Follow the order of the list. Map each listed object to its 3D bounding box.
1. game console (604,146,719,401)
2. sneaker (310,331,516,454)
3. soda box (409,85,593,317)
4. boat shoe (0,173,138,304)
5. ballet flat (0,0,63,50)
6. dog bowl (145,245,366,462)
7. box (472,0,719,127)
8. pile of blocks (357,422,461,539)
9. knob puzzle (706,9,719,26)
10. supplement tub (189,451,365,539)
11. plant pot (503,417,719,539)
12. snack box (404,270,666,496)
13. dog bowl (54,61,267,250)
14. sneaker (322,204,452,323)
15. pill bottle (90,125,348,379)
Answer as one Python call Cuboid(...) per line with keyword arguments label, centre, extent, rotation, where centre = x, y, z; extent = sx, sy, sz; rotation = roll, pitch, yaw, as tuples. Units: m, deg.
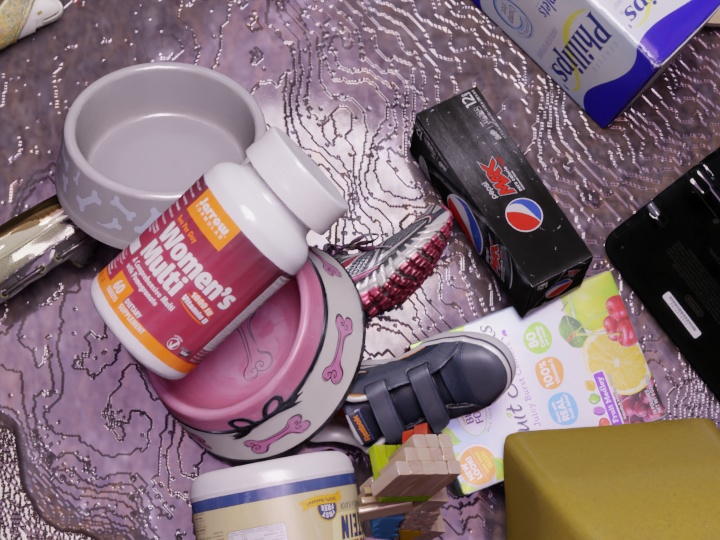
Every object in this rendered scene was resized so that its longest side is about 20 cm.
Cuboid(label="game console", centre=(0.359, -0.006, 1.357), extent=(0.176, 0.116, 0.201), rotation=(-40, 84, 20))
Cuboid(label="sneaker", centre=(0.036, 0.111, 1.231), extent=(0.199, 0.079, 0.079), rotation=(-16, 111, 31))
Cuboid(label="soda box", centre=(0.123, -0.063, 1.296), extent=(0.070, 0.063, 0.201), rotation=(-25, 67, -16))
Cuboid(label="boat shoe", centre=(-0.264, -0.032, 1.290), extent=(0.199, 0.073, 0.065), rotation=(-29, 109, -17))
Cuboid(label="ballet flat", centre=(-0.291, -0.270, 1.329), extent=(0.070, 0.071, 0.201), rotation=(26, 79, 0))
Cuboid(label="dog bowl", centre=(-0.098, 0.057, 1.231), extent=(0.198, 0.074, 0.202), rotation=(-13, 63, 26))
Cuboid(label="box", centre=(0.206, -0.254, 1.302), extent=(0.200, 0.184, 0.105), rotation=(44, 79, 4))
Cuboid(label="pile of blocks", centre=(0.032, 0.177, 1.214), extent=(0.081, 0.201, 0.063), rotation=(-9, 62, -7))
Cuboid(label="knob puzzle", centre=(0.368, -0.320, 1.405), extent=(0.217, 0.030, 0.222), rotation=(1, 80, -5))
Cuboid(label="supplement tub", centre=(-0.061, 0.262, 1.213), extent=(0.143, 0.144, 0.202), rotation=(-9, 81, -6))
Cuboid(label="plant pot", centre=(0.233, 0.249, 1.186), extent=(0.192, 0.200, 0.198), rotation=(-4, 101, -5))
Cuboid(label="snack box", centre=(0.157, 0.102, 1.304), extent=(0.198, 0.053, 0.143), rotation=(-20, 81, -7))
Cuboid(label="dog bowl", centre=(-0.169, -0.105, 1.261), extent=(0.198, 0.059, 0.201), rotation=(3, 47, -3))
Cuboid(label="sneaker", centre=(0.000, 0.000, 1.297), extent=(0.199, 0.081, 0.075), rotation=(-36, 71, -12))
Cuboid(label="pill bottle", centre=(-0.112, -0.015, 1.158), extent=(0.200, 0.110, 0.110), rotation=(-43, 86, 7))
